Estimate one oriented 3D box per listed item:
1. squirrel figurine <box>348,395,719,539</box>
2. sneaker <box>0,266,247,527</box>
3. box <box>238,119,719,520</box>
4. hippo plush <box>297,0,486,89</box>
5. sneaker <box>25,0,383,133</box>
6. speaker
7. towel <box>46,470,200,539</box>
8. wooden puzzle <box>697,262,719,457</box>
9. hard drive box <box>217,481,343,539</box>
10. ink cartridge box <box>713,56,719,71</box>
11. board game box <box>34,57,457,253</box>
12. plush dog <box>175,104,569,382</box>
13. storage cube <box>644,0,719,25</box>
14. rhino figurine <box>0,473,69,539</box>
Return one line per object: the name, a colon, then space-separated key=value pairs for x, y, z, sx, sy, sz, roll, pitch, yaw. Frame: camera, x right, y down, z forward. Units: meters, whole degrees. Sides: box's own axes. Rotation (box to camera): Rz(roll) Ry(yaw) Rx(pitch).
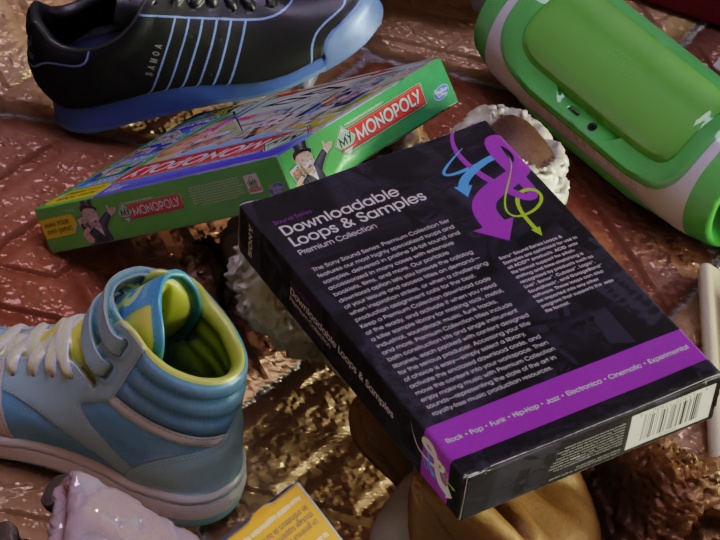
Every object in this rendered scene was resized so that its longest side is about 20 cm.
squirrel figurine: x=0.089 y=0.102 z=1.422 sx=0.200 sy=0.142 sz=0.187 roll=30 pitch=50 yaw=-8
sneaker: x=-0.141 y=0.036 z=1.438 sx=0.200 sy=0.131 sz=0.080 roll=19 pitch=42 yaw=7
box: x=0.052 y=0.018 z=1.362 sx=0.143 sy=0.036 sz=0.200 roll=-19 pitch=50 yaw=-25
hippo plush: x=0.027 y=-0.232 z=1.770 sx=0.161 sy=0.159 sz=0.200 roll=-3 pitch=43 yaw=-18
sneaker: x=-0.090 y=-0.139 z=1.639 sx=0.200 sy=0.078 sz=0.070 roll=-18 pitch=42 yaw=2
speaker: x=0.159 y=-0.100 z=1.716 sx=0.088 sy=0.088 sz=0.200 roll=-24 pitch=53 yaw=-36
towel: x=-0.059 y=0.201 z=1.282 sx=0.200 sy=0.032 sz=0.191 roll=34 pitch=34 yaw=-25
wooden puzzle: x=0.284 y=0.068 z=1.597 sx=0.200 sy=0.037 sz=0.185 roll=10 pitch=40 yaw=-5
hard drive box: x=-0.024 y=0.210 z=1.214 sx=0.200 sy=0.077 sz=0.156 roll=53 pitch=31 yaw=1
ink cartridge box: x=0.325 y=-0.166 z=1.715 sx=0.145 sy=0.200 sz=0.084 roll=17 pitch=21 yaw=-33
board game box: x=-0.062 y=-0.060 z=1.551 sx=0.200 sy=0.029 sz=0.135 roll=-10 pitch=17 yaw=46
plush dog: x=0.000 y=0.000 z=1.535 sx=0.200 sy=0.161 sz=0.172 roll=-29 pitch=36 yaw=-25
storage cube: x=0.288 y=-0.258 z=1.868 sx=0.180 sy=0.171 sz=0.200 roll=19 pitch=41 yaw=8
rhino figurine: x=-0.138 y=0.191 z=1.303 sx=0.060 sy=0.087 sz=0.200 roll=-16 pitch=38 yaw=19
